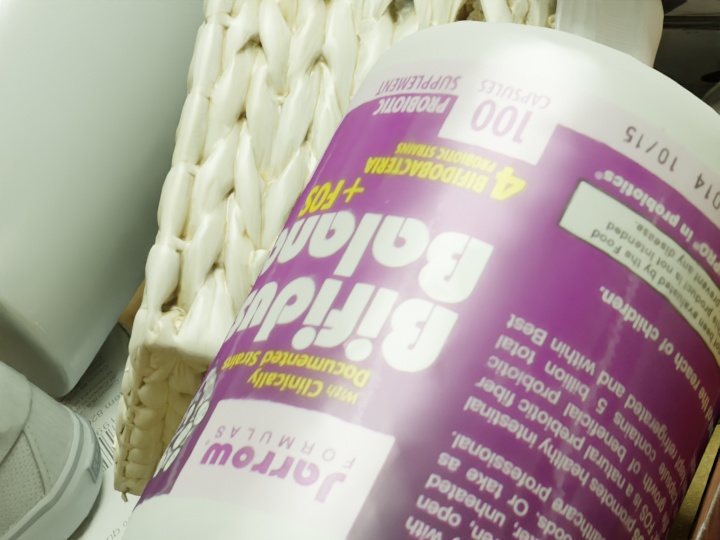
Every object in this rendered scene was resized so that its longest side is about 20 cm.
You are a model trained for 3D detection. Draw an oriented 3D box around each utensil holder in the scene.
[{"bbox_3d":[-0.120,-0.080,1.015,0.170,0.170,0.200,9,63,48],"label":"utensil holder"}]

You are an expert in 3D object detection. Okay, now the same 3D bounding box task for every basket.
[{"bbox_3d":[0.000,0.000,0.835,0.200,0.123,0.136,116,166,-71],"label":"basket"}]

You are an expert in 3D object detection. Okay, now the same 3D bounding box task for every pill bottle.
[{"bbox_3d":[0.012,0.051,0.650,0.112,0.112,0.200,1,55,44],"label":"pill bottle"}]

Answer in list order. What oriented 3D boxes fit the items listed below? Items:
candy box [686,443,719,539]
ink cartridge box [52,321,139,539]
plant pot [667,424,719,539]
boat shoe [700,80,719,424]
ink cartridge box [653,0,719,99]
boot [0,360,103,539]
[{"bbox_3d":[0.125,0.022,0.706,0.056,0.117,0.200,20,43,6],"label":"candy box"},{"bbox_3d":[-0.081,0.130,0.976,0.146,0.083,0.200,-43,35,0],"label":"ink cartridge box"},{"bbox_3d":[0.072,0.142,0.761,0.186,0.187,0.200,8,48,47],"label":"plant pot"},{"bbox_3d":[0.087,0.025,0.864,0.068,0.072,0.200,-26,-26,-53],"label":"boat shoe"},{"bbox_3d":[0.074,-0.111,0.835,0.200,0.145,0.084,153,120,-62],"label":"ink cartridge box"},{"bbox_3d":[-0.187,0.096,0.960,0.200,0.096,0.074,-42,35,7],"label":"boot"}]
